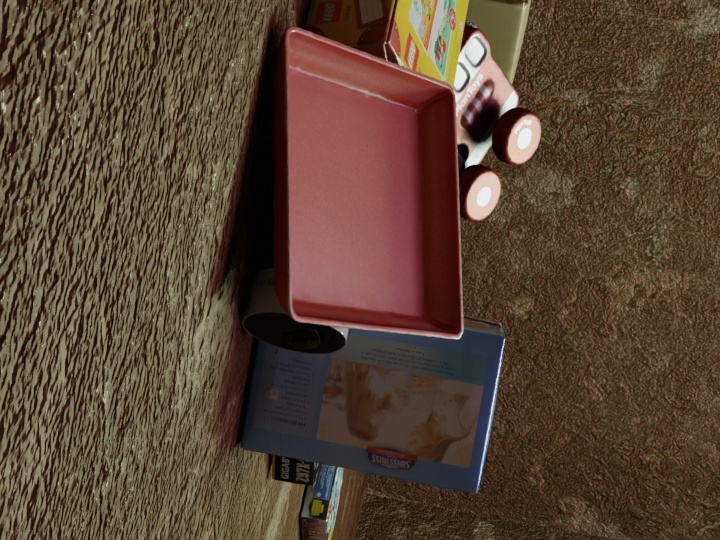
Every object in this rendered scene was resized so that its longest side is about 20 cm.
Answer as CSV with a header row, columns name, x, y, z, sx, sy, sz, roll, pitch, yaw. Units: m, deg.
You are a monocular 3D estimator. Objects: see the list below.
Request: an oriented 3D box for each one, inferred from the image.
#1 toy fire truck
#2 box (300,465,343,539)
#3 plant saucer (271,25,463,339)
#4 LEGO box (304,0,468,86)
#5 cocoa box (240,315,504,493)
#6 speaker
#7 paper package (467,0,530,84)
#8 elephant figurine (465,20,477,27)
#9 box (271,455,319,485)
name,x,y,z,sx,sy,sz,roll,pitch,yaw
toy fire truck,0.103,-0.160,1.509,0.200,0.112,0.168,-54,137,-7
box,-0.053,0.323,1.881,0.200,0.040,0.138,93,9,-62
plant saucer,0.002,-0.054,0.948,0.199,0.037,0.201,9,77,-51
LEGO box,0.029,-0.225,1.107,0.149,0.077,0.201,53,42,-54
cocoa box,0.014,0.095,1.099,0.131,0.199,0.134,-13,113,-85
speaker,-0.031,-0.040,0.999,0.081,0.081,0.201,90,10,-67
paper package,0.122,-0.333,1.716,0.200,0.189,0.104,92,11,-60
elephant figurine,0.075,-0.211,1.611,0.142,0.154,0.201,-74,173,-82
box,-0.047,0.091,1.333,0.160,0.049,0.201,92,8,-46
